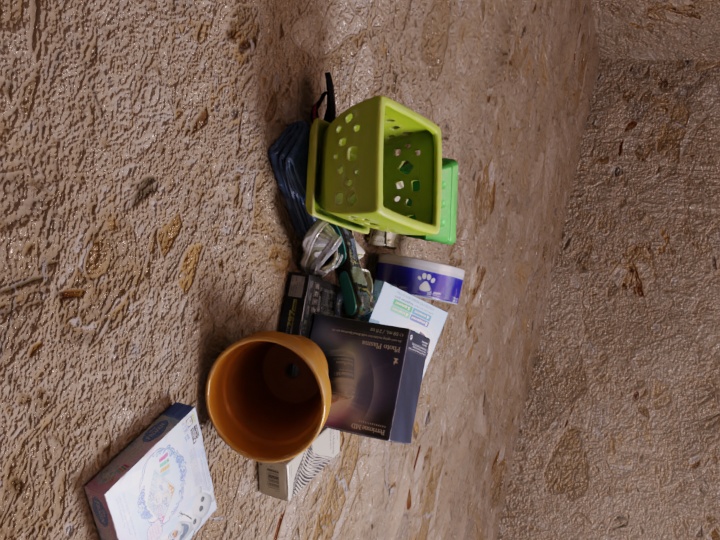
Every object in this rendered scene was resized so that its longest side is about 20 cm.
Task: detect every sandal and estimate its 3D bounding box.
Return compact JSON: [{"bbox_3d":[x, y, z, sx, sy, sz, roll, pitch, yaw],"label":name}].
[{"bbox_3d":[-0.071,-0.261,1.472,0.076,0.044,0.203,-99,-167,-56],"label":"sandal"}]

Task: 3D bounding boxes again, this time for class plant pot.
[{"bbox_3d":[-0.133,0.190,1.340,0.183,0.197,0.204,-36,130,-76],"label":"plant pot"},{"bbox_3d":[0.017,-0.167,1.393,0.199,0.179,0.203,15,75,-53],"label":"plant pot"}]

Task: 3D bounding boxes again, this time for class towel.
[{"bbox_3d":[-0.099,-0.160,1.450,0.112,0.048,0.202,-62,148,-38],"label":"towel"}]

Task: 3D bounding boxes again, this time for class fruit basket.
[{"bbox_3d":[0.180,-0.174,1.938,0.214,0.154,0.219,-15,112,-43],"label":"fruit basket"}]

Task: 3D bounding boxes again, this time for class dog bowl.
[{"bbox_3d":[0.131,0.019,1.807,0.199,0.197,0.080,16,86,-64],"label":"dog bowl"}]

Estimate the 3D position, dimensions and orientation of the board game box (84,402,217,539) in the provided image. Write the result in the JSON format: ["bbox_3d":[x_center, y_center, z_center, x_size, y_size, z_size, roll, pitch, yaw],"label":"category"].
[{"bbox_3d":[-0.299,0.334,1.178,0.199,0.043,0.203,-46,137,-52],"label":"board game box"}]

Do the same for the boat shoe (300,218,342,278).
[{"bbox_3d":[-0.065,-0.029,1.476,0.075,0.064,0.203,-51,169,-20],"label":"boat shoe"}]

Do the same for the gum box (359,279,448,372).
[{"bbox_3d":[0.067,0.145,1.615,0.168,0.044,0.203,25,83,-27],"label":"gum box"}]

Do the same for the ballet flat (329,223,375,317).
[{"bbox_3d":[-0.017,-0.008,1.568,0.074,0.073,0.203,8,67,-64],"label":"ballet flat"}]

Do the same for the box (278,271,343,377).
[{"bbox_3d":[-0.098,0.116,1.527,0.157,0.050,0.204,23,75,-63],"label":"box"}]

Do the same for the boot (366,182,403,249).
[{"bbox_3d":[0.047,-0.132,1.741,0.200,0.071,0.157,25,77,-64],"label":"boot"}]

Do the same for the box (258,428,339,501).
[{"bbox_3d":[-0.114,0.352,1.538,0.200,0.067,0.084,-32,125,-58],"label":"box"}]

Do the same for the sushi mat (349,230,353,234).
[{"bbox_3d":[0.000,0.000,1.688,0.096,0.012,0.202,-103,179,-55],"label":"sushi mat"}]

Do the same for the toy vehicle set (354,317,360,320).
[{"bbox_3d":[0.012,0.136,1.719,0.125,0.026,0.202,-102,178,-52],"label":"toy vehicle set"}]

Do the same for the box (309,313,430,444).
[{"bbox_3d":[0.004,0.198,1.472,0.123,0.197,0.202,28,71,-63],"label":"box"}]
